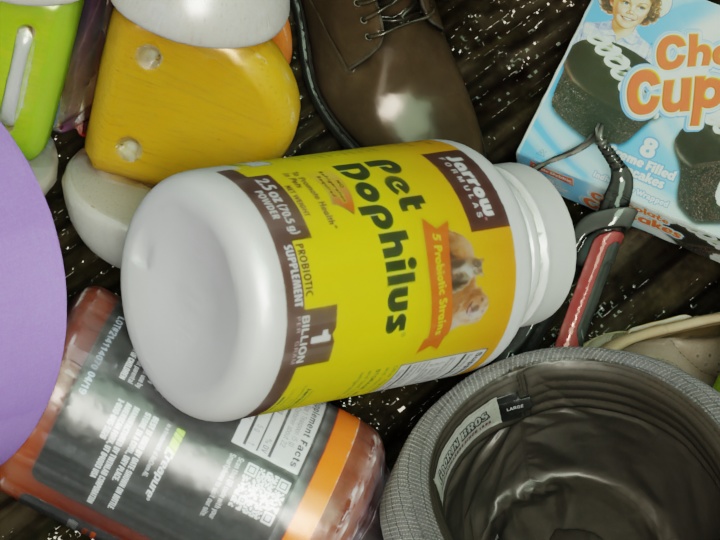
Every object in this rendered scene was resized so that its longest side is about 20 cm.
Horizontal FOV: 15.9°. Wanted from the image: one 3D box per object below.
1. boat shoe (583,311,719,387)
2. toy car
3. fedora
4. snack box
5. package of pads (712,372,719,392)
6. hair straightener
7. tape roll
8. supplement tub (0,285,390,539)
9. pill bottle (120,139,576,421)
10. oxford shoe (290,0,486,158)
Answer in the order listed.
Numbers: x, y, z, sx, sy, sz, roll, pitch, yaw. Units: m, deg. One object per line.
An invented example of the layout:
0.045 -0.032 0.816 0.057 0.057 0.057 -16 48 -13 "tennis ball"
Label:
0.202 0.052 1.274 0.199 0.065 0.072 -7 79 -13 "boat shoe"
-0.126 -0.109 1.197 0.199 0.176 0.150 12 34 -8 "toy car"
0.102 0.126 1.127 0.176 0.091 0.200 -23 43 -15 "fedora"
0.191 -0.063 1.284 0.199 0.037 0.117 23 73 12 "snack box"
0.198 0.101 1.178 0.068 0.155 0.201 20 111 -14 "package of pads"
0.074 0.021 1.246 0.077 0.041 0.201 20 92 27 "hair straightener"
-0.225 0.007 1.127 0.066 0.200 0.201 -22 81 -55 "tape roll"
-0.062 0.095 1.186 0.199 0.107 0.107 28 74 -4 "supplement tub"
0.000 0.000 1.156 0.199 0.109 0.110 -10 79 -39 "pill bottle"
0.007 -0.121 1.262 0.072 0.084 0.201 -26 86 -17 "oxford shoe"
